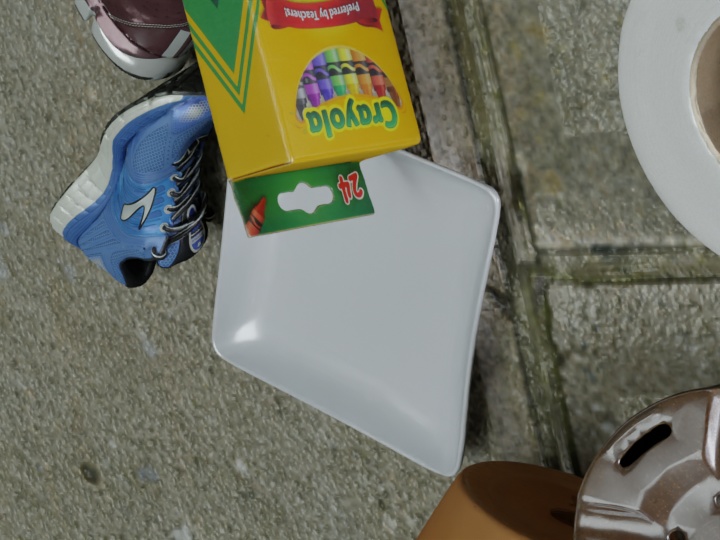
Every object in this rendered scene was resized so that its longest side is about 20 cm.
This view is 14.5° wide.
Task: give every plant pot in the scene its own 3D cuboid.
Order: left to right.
[{"bbox_3d":[0.098,0.200,1.618,0.200,0.200,0.140,27,109,30],"label":"plant pot"},{"bbox_3d":[0.210,0.135,1.426,0.200,0.198,0.201,-2,86,24],"label":"plant pot"}]

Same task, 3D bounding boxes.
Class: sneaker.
[{"bbox_3d":[-0.151,-0.222,1.726,0.200,0.076,0.115,48,128,0],"label":"sneaker"},{"bbox_3d":[-0.119,-0.057,1.769,0.089,0.079,0.200,47,141,7],"label":"sneaker"}]

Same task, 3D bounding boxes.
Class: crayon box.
[{"bbox_3d":[-0.035,-0.126,1.596,0.051,0.127,0.201,-15,89,37],"label":"crayon box"}]

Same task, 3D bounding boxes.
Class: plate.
[{"bbox_3d":[0.000,0.000,1.712,0.199,0.032,0.201,26,124,30],"label":"plate"}]

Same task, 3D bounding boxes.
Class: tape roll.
[{"bbox_3d":[0.224,-0.093,1.470,0.202,0.037,0.203,19,120,35],"label":"tape roll"}]
